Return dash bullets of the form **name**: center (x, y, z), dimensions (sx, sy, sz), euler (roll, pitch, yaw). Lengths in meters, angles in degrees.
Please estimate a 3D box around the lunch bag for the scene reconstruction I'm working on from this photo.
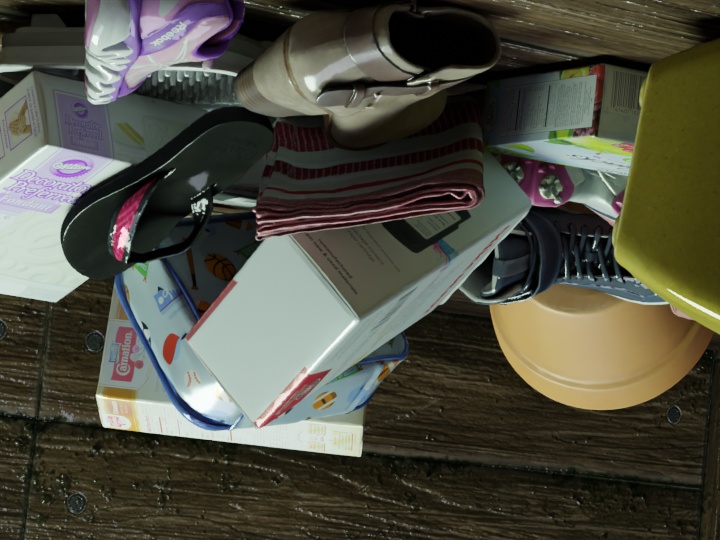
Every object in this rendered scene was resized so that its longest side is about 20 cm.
- **lunch bag**: center (-0.068, 0.028, 1.721), dimensions (0.199, 0.161, 0.076), euler (-6, 145, -45)

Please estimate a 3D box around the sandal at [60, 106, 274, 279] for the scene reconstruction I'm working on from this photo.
- **sandal**: center (-0.128, -0.039, 1.572), dimensions (0.075, 0.045, 0.200), euler (9, 148, -40)

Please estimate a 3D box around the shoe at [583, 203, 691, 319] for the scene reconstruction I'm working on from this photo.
- **shoe**: center (0.222, -0.027, 1.819), dimensions (0.071, 0.092, 0.200), euler (-27, -152, -16)

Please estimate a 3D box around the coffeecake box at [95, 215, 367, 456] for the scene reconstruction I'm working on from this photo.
- **coffeecake box**: center (-0.088, 0.047, 1.834), dimensions (0.198, 0.155, 0.073), euler (7, 157, 1)

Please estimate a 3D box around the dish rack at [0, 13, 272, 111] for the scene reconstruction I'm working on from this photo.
- **dish rack**: center (-0.126, -0.134, 1.592), dimensions (0.199, 0.044, 0.171), euler (4, 174, 29)

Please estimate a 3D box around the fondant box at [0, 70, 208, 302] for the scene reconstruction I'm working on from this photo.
- **fondant box**: center (-0.211, -0.052, 1.634), dimensions (0.144, 0.059, 0.200), euler (10, 148, -41)

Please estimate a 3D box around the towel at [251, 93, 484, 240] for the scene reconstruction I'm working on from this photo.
- **towel**: center (0.007, -0.072, 1.559), dimensions (0.143, 0.023, 0.200), euler (-8, -159, 5)

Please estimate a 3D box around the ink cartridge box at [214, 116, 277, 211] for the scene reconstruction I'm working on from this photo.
- **ink cartridge box**: center (-0.059, -0.090, 1.802), dimensions (0.143, 0.085, 0.200), euler (7, 176, -19)

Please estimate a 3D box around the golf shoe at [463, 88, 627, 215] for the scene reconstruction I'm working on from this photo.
- **golf shoe**: center (0.137, -0.084, 1.722), dimensions (0.199, 0.076, 0.091), euler (17, -173, -28)

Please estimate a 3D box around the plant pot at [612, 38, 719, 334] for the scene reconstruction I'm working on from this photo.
- **plant pot**: center (0.255, -0.041, 1.408), dimensions (0.198, 0.196, 0.195), euler (11, 177, 14)

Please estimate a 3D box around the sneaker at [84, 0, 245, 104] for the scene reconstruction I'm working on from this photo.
- **sneaker**: center (-0.109, -0.138, 1.341), dimensions (0.088, 0.081, 0.200), euler (-1, 176, -8)

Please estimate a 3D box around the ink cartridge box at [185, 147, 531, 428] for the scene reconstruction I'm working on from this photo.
- **ink cartridge box**: center (0.000, 0.000, 1.621), dimensions (0.200, 0.083, 0.146), euler (-33, 169, -45)

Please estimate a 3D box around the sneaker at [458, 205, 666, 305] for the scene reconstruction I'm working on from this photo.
- **sneaker**: center (0.166, -0.007, 1.882), dimensions (0.201, 0.078, 0.146), euler (8, -168, 27)

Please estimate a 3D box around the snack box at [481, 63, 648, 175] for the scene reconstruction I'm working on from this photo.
- **snack box**: center (0.198, -0.093, 1.619), dimensions (0.199, 0.053, 0.142), euler (8, 176, -28)

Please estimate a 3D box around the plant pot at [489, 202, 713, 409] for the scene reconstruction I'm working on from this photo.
- **plant pot**: center (0.196, 0.000, 2.042), dimensions (0.198, 0.202, 0.140), euler (5, 160, 15)

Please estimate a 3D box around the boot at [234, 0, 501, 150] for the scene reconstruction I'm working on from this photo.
- **boot**: center (0.027, -0.120, 1.464), dimensions (0.146, 0.071, 0.199), euler (-14, 174, 44)

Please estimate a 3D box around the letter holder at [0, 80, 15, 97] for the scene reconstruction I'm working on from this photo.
- **letter holder**: center (-0.207, -0.099, 1.807), dimensions (0.141, 0.102, 0.200), euler (5, 176, -18)
